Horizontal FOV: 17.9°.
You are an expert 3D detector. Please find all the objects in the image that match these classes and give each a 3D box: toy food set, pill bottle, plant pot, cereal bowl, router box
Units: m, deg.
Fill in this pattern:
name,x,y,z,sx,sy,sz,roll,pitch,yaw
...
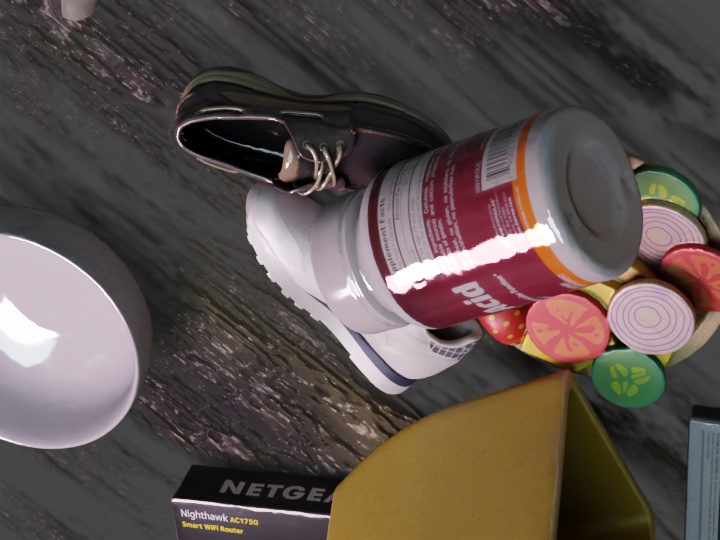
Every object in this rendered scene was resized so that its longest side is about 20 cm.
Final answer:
name,x,y,z,sx,sy,sz,roll,pitch,yaw
toy food set,0.161,-0.002,1.566,0.197,0.049,0.201,22,128,3
pill bottle,0.072,-0.026,1.477,0.199,0.114,0.114,-17,117,37
plant pot,0.083,0.215,1.626,0.199,0.196,0.194,-10,137,24
cereal bowl,-0.244,0.032,1.713,0.199,0.083,0.201,9,127,13
router box,-0.041,0.235,1.806,0.199,0.051,0.150,4,123,17

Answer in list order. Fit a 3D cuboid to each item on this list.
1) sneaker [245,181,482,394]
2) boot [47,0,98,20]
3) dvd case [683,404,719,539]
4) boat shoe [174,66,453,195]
name,x,y,z,sx,sy,sz,roll,pitch,yaw
sneaker,0.000,0.000,1.612,0.080,0.077,0.200,-26,123,34
boot,-0.125,-0.223,1.501,0.130,0.068,0.200,23,131,-5
dvd case,0.335,0.172,1.645,0.199,0.025,0.151,7,127,15
boat shoe,-0.035,-0.080,1.563,0.199,0.073,0.075,11,128,12
